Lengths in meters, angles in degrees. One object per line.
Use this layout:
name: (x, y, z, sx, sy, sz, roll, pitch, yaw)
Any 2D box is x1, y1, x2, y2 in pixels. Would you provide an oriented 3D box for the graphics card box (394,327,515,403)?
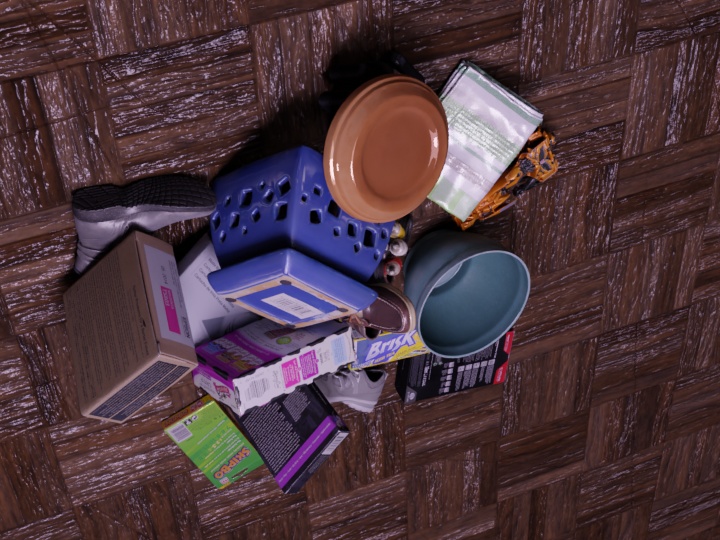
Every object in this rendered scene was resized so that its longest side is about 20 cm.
graphics card box: (0.162, 0.155, 2.036, 0.199, 0.051, 0.126, -11, 132, -20)

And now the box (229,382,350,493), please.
box: (-0.119, 0.230, 1.852, 0.143, 0.200, 0.036, -50, 148, 18)

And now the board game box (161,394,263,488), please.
board game box: (-0.242, 0.289, 1.957, 0.095, 0.030, 0.200, -31, 132, 0)

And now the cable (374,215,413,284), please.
cable: (0.060, -0.031, 1.734, 0.050, 0.200, 0.098, 4, 99, 16)

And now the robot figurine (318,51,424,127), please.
robot figurine: (0.033, -0.209, 1.615, 0.150, 0.125, 0.200, -43, 133, 16)

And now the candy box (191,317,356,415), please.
candy box: (-0.125, 0.122, 1.661, 0.199, 0.136, 0.061, -23, 117, -29)

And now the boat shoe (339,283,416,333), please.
boat shoe: (-0.007, 0.052, 1.670, 0.072, 0.200, 0.072, -22, 122, -38)

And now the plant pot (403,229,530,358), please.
plant pot: (0.148, 0.018, 1.852, 0.199, 0.134, 0.201, -17, 131, -20)

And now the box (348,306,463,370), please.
box: (0.065, 0.100, 1.931, 0.199, 0.064, 0.070, -11, 131, -18)

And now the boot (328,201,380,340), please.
boot: (0.000, 0.000, 1.753, 0.070, 0.146, 0.201, -17, 133, -19)

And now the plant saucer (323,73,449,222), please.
plant saucer: (0.043, -0.156, 1.537, 0.199, 0.037, 0.201, -15, 117, -31)

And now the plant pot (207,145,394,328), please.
plant pot: (-0.086, -0.033, 1.605, 0.199, 0.181, 0.200, -17, 147, 42)

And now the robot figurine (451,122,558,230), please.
robot figurine: (0.219, -0.150, 1.802, 0.199, 0.058, 0.145, -31, 135, 1)

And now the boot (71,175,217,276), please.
boot: (-0.298, -0.057, 1.619, 0.199, 0.070, 0.132, -3, 132, -10)

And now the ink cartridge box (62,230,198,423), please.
ink cartridge box: (-0.310, 0.076, 1.562, 0.165, 0.201, 0.075, -35, 144, 26)

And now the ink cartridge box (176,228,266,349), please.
ink cartridge box: (-0.196, 0.052, 1.700, 0.200, 0.041, 0.200, -50, 126, -15)

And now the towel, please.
towel: (0.153, -0.186, 1.711, 0.149, 0.031, 0.200, 32, 107, -11)

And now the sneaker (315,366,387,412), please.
sneaker: (-0.035, 0.174, 1.947, 0.200, 0.075, 0.082, 20, 106, -48)
